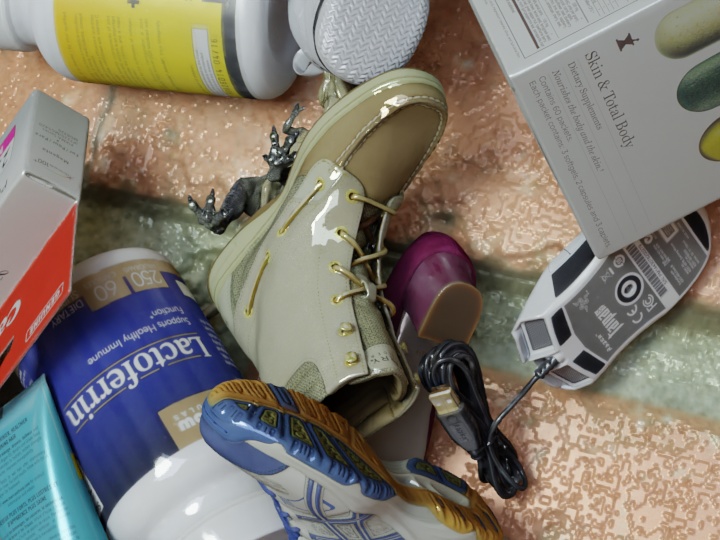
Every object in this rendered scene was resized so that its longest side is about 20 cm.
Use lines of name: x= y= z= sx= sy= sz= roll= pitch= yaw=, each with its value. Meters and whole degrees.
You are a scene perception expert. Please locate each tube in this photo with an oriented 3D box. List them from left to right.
tube: x=-0.166 y=0.164 z=1.097 sx=0.077 sy=0.050 sz=0.201 roll=-33 pitch=73 yaw=19

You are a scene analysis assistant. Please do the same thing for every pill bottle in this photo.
pill bottle: x=-0.137 y=-0.171 z=1.223 sx=0.198 sy=0.112 sz=0.113 roll=7 pitch=80 yaw=18
pill bottle: x=-0.114 y=0.096 z=1.140 sx=0.115 sy=0.116 sz=0.201 roll=-37 pitch=67 yaw=6

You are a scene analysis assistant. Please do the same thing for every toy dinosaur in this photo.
toy dinosaur: x=-0.058 y=-0.046 z=1.185 sx=0.047 sy=0.088 sz=0.201 roll=33 pitch=89 yaw=18

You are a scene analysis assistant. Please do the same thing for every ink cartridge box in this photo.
ink cartridge box: x=-0.231 y=0.017 z=1.159 sx=0.200 sy=0.043 sz=0.174 roll=-50 pitch=24 yaw=27

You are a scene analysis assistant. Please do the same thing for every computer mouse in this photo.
computer mouse: x=0.121 y=0.029 z=1.125 sx=0.200 sy=0.110 sz=0.044 roll=-44 pitch=32 yaw=-7

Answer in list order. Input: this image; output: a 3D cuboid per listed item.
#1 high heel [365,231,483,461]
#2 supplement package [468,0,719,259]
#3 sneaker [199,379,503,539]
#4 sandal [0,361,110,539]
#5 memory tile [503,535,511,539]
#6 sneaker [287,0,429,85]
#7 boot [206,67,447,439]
high heel: x=0.012 y=0.074 z=1.171 sx=0.067 sy=0.096 sz=0.201 roll=29 pitch=104 yaw=-19
supplement package: x=0.173 y=-0.143 z=1.072 sx=0.199 sy=0.152 sz=0.151 roll=-27 pitch=43 yaw=6
sneaker: x=-0.016 y=0.132 z=1.045 sx=0.088 sy=0.199 sz=0.075 roll=-50 pitch=30 yaw=15
sandal: x=-0.175 y=0.130 z=1.199 sx=0.082 sy=0.055 sz=0.200 roll=-40 pitch=70 yaw=5
memory tile: x=0.046 y=0.262 z=1.124 sx=0.200 sy=0.017 sz=0.154 roll=-39 pitch=70 yaw=5
sneaker: x=0.016 y=-0.199 z=1.155 sx=0.075 sy=0.115 sz=0.201 roll=28 pitch=81 yaw=-19
boot: x=0.000 y=0.000 z=1.100 sx=0.200 sy=0.072 sz=0.155 roll=-49 pitch=43 yaw=24
